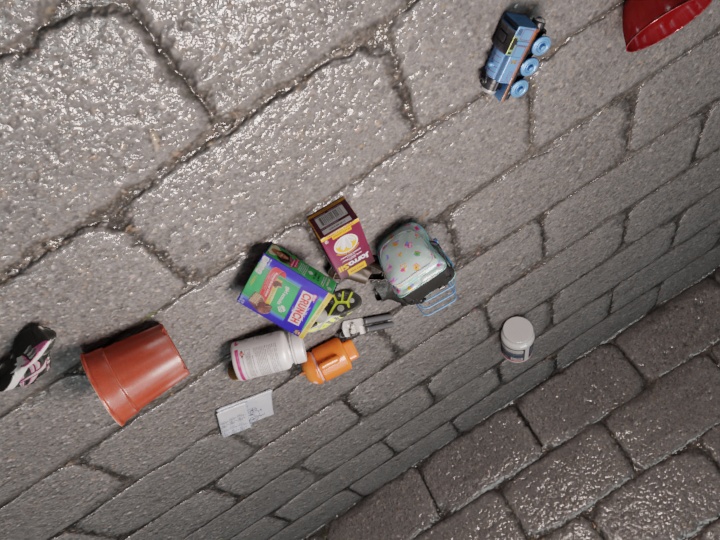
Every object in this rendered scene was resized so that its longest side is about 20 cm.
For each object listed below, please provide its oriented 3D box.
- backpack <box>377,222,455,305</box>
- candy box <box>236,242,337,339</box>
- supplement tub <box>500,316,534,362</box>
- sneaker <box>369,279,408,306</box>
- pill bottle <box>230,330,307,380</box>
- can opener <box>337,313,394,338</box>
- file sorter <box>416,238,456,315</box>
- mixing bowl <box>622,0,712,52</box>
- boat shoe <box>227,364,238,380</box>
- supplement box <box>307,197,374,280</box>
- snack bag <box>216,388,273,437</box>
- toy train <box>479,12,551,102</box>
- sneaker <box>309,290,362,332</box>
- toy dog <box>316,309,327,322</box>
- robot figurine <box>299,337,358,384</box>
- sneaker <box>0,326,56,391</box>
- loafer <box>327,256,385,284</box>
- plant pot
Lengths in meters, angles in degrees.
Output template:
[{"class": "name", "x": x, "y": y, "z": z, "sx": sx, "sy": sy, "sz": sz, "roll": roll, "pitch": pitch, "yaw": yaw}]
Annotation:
[{"class": "backpack", "x": 0.138, "y": -0.030, "z": 1.607, "sx": 0.176, "sy": 0.200, "sz": 0.153, "roll": -36, "pitch": 140, "yaw": 13}, {"class": "candy box", "x": -0.184, "y": 0.054, "z": 1.461, "sx": 0.200, "sy": 0.077, "sz": 0.169, "roll": 30, "pitch": 119, "yaw": -8}, {"class": "supplement tub", "x": 0.675, "y": 0.299, "z": 2.493, "sx": 0.140, "sy": 0.141, "sz": 0.200, "roll": -28, "pitch": 146, "yaw": -6}, {"class": "sneaker", "x": 0.088, "y": 0.064, "z": 1.807, "sx": 0.104, "sy": 0.060, "sz": 0.200, "roll": -29, "pitch": 141, "yaw": -7}, {"class": "pill bottle", "x": -0.260, "y": 0.238, "z": 1.656, "sx": 0.199, "sy": 0.114, "sz": 0.114, "roll": -14, "pitch": 144, "yaw": -3}, {"class": "can opener", "x": 0.018, "y": 0.179, "z": 1.912, "sx": 0.199, "sy": 0.053, "sz": 0.066, "roll": -9, "pitch": 174, "yaw": -29}, {"class": "file sorter", "x": 0.216, "y": 0.030, "z": 1.808, "sx": 0.138, "sy": 0.123, "sz": 0.200, "roll": -28, "pitch": 146, "yaw": -5}, {"class": "mixing bowl", "x": 0.701, "y": -0.623, "z": 1.367, "sx": 0.200, "sy": 0.109, "sz": 0.200, "roll": -24, "pitch": 172, "yaw": -4}, {"class": "boat shoe", "x": -0.301, "y": 0.271, "z": 1.746, "sx": 0.200, "sy": 0.072, "sz": 0.065, "roll": -31, "pitch": 158, "yaw": -2}, {"class": "supplement box", "x": -0.047, "y": -0.078, "z": 1.494, "sx": 0.110, "sy": 0.086, "sz": 0.200, "roll": -30, "pitch": 146, "yaw": -4}, {"class": "snack bag", "x": -0.389, "y": 0.492, "z": 1.988, "sx": 0.199, "sy": 0.021, "sz": 0.189, "roll": -18, "pitch": 143, "yaw": -20}, {"class": "toy train", "x": 0.343, "y": -0.480, "z": 1.313, "sx": 0.114, "sy": 0.087, "sz": 0.200, "roll": -2, "pitch": 139, "yaw": -24}, {"class": "sneaker", "x": -0.088, "y": 0.123, "z": 1.738, "sx": 0.199, "sy": 0.076, "sz": 0.076, "roll": -22, "pitch": 157, "yaw": 0}, {"class": "toy dog", "x": -0.159, "y": 0.081, "z": 1.611, "sx": 0.131, "sy": 0.097, "sz": 0.200, "roll": -11, "pitch": 156, "yaw": -5}, {"class": "robot figurine", "x": -0.106, "y": 0.296, "z": 1.887, "sx": 0.199, "sy": 0.144, "sz": 0.117, "roll": -26, "pitch": 126, "yaw": -7}, {"class": "sneaker", "x": -0.736, "y": 0.194, "z": 1.308, "sx": 0.200, "sy": 0.080, "sz": 0.086, "roll": -39, "pitch": 158, "yaw": 23}, {"class": "loafer", "x": 0.000, "y": 0.000, "z": 1.641, "sx": 0.199, "sy": 0.071, "sz": 0.073, "roll": -6, "pitch": 138, "yaw": -34}, {"class": "plant pot", "x": -0.541, "y": 0.240, "z": 1.419, "sx": 0.195, "sy": 0.201, "sz": 0.201, "roll": -30, "pitch": 147, "yaw": -19}]
